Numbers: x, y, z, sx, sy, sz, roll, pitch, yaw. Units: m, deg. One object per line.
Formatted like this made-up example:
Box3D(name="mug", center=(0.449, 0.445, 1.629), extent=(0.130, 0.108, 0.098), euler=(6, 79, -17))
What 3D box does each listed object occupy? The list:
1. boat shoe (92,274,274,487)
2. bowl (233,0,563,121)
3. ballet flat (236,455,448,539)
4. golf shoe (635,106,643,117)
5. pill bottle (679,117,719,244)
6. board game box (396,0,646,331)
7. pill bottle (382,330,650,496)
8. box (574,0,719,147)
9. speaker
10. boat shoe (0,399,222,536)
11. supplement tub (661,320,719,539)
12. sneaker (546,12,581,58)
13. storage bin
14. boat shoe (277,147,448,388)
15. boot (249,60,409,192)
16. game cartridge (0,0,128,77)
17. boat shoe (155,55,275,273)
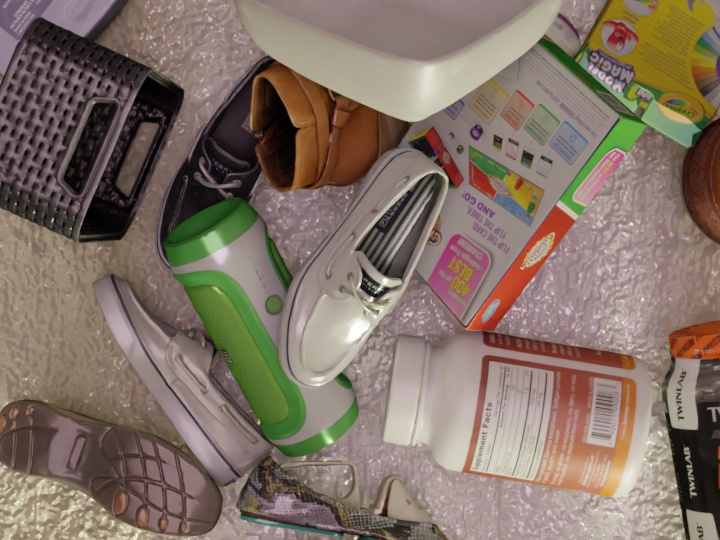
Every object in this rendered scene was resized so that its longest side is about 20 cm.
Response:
Box3D(name="boat shoe", center=(-0.143, 0.080, 1.103), extent=(0.065, 0.072, 0.201), euler=(-34, 92, -3))
Box3D(name="bowl", center=(0.031, -0.183, 0.967), extent=(0.199, 0.199, 0.075), euler=(27, 137, 31))
Box3D(name="ballet flat", center=(0.001, 0.194, 1.099), extent=(0.199, 0.072, 0.073), euler=(18, 92, -11))
Box3D(name="golf shoe", center=(0.173, -0.098, 1.081), extent=(0.077, 0.094, 0.201), euler=(31, 91, 1))
Box3D(name="pill bottle", center=(0.307, -0.070, 1.025), extent=(0.111, 0.200, 0.113), euler=(0, 92, 0))
Box3D(name="board game box", center=(0.101, -0.079, 1.033), extent=(0.153, 0.040, 0.201), euler=(50, 116, 31))
Box3D(name="pill bottle", center=(0.121, 0.109, 1.072), extent=(0.198, 0.112, 0.113), euler=(10, 92, 1))
Box3D(name="box", center=(0.253, -0.198, 1.069), extent=(0.117, 0.048, 0.201), euler=(32, 71, 0))
Box3D(name="speaker", center=(-0.077, 0.046, 1.072), extent=(0.088, 0.089, 0.201), euler=(-27, 108, 2))
Box3D(name="boat shoe", center=(-0.201, 0.156, 1.106), extent=(0.199, 0.073, 0.075), euler=(24, 89, 6))
Box3D(name="supplement tub", center=(0.309, 0.142, 1.071), extent=(0.121, 0.123, 0.202), euler=(-11, 92, 1))
Box3D(name="sneaker", center=(0.077, -0.201, 1.086), extent=(0.199, 0.075, 0.100), euler=(32, 92, 0))
Box3D(name="storage bin", center=(-0.213, -0.102, 1.032), extent=(0.093, 0.200, 0.136), euler=(24, 92, 0))
Box3D(name="boat shoe", center=(0.000, 0.000, 1.010), extent=(0.073, 0.067, 0.201), euler=(23, 93, -25))
Box3D(name="boot", center=(-0.039, -0.163, 1.048), extent=(0.076, 0.155, 0.202), euler=(-1, 104, 37))
Box3D(name="game cartridge", center=(-0.254, -0.254, 1.111), extent=(0.133, 0.041, 0.200), euler=(40, 92, 3))
Box3D(name="boat shoe", center=(-0.109, -0.085, 1.097), extent=(0.071, 0.068, 0.201), euler=(32, 92, 0))
